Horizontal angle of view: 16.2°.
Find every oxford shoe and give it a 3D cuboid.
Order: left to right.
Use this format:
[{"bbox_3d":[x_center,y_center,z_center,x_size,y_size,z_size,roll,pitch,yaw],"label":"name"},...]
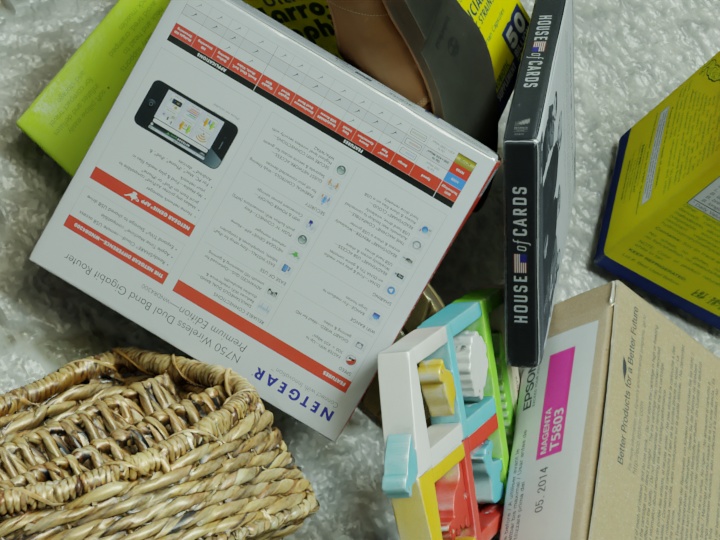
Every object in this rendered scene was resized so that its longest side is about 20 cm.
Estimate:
[{"bbox_3d":[0.028,-0.115,1.431,0.072,0.071,0.201,-63,142,-40],"label":"oxford shoe"}]

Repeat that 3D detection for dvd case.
[{"bbox_3d":[0.106,-0.061,1.493,0.025,0.151,0.200,2,33,9],"label":"dvd case"}]

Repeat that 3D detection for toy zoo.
[{"bbox_3d":[0.050,0.092,1.408,0.200,0.020,0.132,-32,115,-65],"label":"toy zoo"}]

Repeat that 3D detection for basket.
[{"bbox_3d":[-0.141,0.107,1.304,0.199,0.143,0.150,-21,77,-37],"label":"basket"}]

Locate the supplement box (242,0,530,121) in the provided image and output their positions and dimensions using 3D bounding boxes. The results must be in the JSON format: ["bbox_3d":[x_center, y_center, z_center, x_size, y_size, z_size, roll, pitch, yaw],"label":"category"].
[{"bbox_3d":[0.005,-0.169,1.507,0.200,0.109,0.109,55,45,-33],"label":"supplement box"}]

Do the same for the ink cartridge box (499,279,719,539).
[{"bbox_3d":[0.164,0.134,1.485,0.164,0.075,0.201,35,50,-32],"label":"ink cartridge box"}]

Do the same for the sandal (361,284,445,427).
[{"bbox_3d":[0.000,0.000,1.497,0.200,0.080,0.054,54,30,11],"label":"sandal"}]

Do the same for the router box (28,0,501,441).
[{"bbox_3d":[-0.052,-0.035,1.390,0.199,0.180,0.049,31,8,1],"label":"router box"}]

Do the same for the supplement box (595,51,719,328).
[{"bbox_3d":[0.250,-0.066,1.580,0.108,0.200,0.110,27,55,-16],"label":"supplement box"}]

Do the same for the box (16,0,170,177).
[{"bbox_3d":[-0.082,-0.061,1.440,0.200,0.122,0.048,42,8,0],"label":"box"}]
